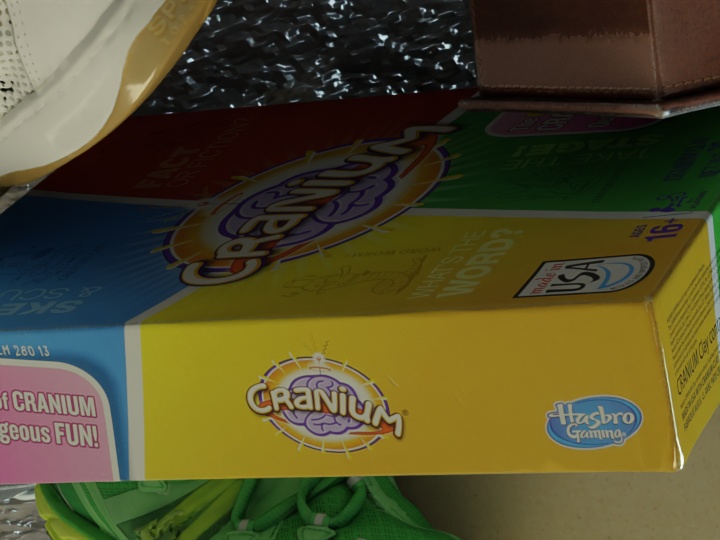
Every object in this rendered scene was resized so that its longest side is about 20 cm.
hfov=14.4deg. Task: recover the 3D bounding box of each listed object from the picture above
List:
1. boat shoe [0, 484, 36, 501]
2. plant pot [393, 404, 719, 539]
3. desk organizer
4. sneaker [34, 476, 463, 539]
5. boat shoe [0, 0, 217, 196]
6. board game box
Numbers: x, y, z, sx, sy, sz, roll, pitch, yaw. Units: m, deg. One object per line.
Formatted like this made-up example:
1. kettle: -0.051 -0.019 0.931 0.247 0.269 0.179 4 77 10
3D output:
1. boat shoe: -0.144 0.041 0.838 0.199 0.072 0.068 -4 151 -32
2. plant pot: 0.099 0.089 0.803 0.199 0.135 0.200 -12 176 -1
3. desk organizer: 0.119 -0.091 0.683 0.199 0.078 0.072 -13 -169 -34
4. sneaker: -0.028 0.057 0.738 0.074 0.200 0.084 -16 116 -35
5. boat shoe: -0.106 -0.050 0.688 0.069 0.071 0.200 40 144 -15
6. board game box: 0.000 0.000 0.685 0.199 0.041 0.153 -3 -158 24
